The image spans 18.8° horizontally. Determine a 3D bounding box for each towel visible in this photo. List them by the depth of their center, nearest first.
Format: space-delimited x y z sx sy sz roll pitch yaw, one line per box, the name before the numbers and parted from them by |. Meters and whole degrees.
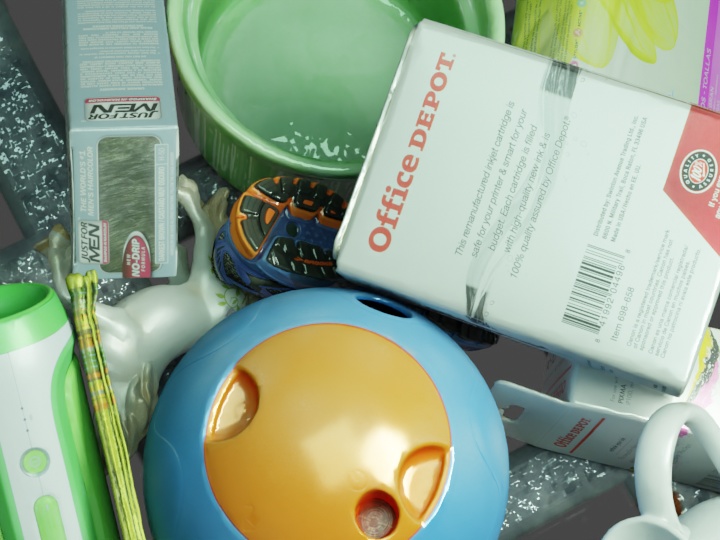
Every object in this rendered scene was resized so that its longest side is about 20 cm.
towel | -0.126 0.102 1.158 0.018 0.086 0.201 -13 83 -5

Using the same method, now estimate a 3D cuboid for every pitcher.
pitcher | 0.203 0.158 1.190 0.121 0.199 0.173 9 93 39

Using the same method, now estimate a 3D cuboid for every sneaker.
sneaker | 0.000 0.000 1.275 0.199 0.078 0.076 22 63 -27

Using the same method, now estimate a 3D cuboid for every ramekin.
ramekin | -0.019 -0.130 1.301 0.198 0.098 0.201 3 68 -7

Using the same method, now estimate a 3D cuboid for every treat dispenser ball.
treat dispenser ball | -0.019 0.110 1.180 0.199 0.201 0.202 2 73 -6

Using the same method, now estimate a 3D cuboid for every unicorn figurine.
unicorn figurine | -0.132 0.032 1.255 0.199 0.074 0.138 -29 88 -20

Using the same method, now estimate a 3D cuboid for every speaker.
speaker | -0.176 0.113 1.156 0.088 0.088 0.201 -14 106 -11

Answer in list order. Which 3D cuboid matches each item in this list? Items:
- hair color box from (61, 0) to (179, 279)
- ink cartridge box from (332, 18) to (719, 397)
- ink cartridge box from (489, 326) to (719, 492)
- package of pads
hair color box | -0.138 -0.093 1.231 0.060 0.100 0.201 -2 37 -7
ink cartridge box | 0.102 -0.033 1.172 0.199 0.084 0.145 19 86 8
ink cartridge box | 0.171 0.073 1.260 0.199 0.117 0.068 14 72 -3
package of pads | 0.159 -0.144 1.311 0.154 0.068 0.201 26 65 -44
